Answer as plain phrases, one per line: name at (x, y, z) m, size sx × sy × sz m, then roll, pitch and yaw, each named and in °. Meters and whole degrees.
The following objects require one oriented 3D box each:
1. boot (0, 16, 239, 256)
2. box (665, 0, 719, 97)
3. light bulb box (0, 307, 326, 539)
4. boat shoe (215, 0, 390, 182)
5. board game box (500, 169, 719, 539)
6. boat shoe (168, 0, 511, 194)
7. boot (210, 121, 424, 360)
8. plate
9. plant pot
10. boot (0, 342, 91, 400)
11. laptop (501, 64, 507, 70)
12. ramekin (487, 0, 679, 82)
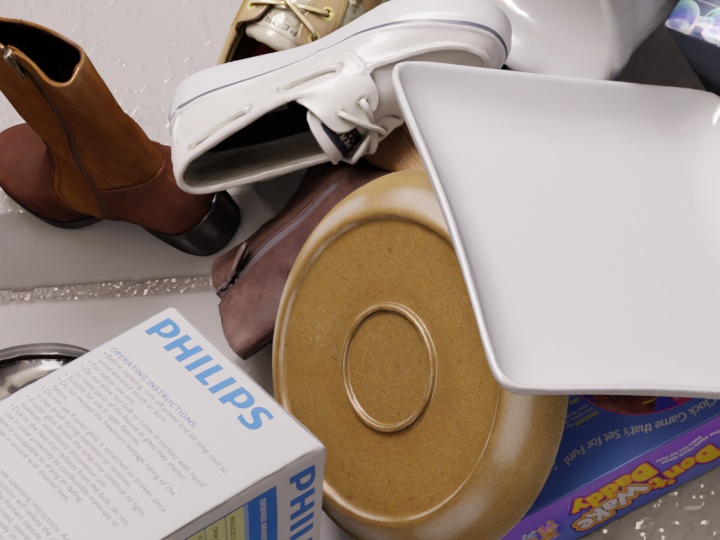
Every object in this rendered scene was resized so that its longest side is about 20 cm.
boot at (-0.185, -0.084, 1.466) m, size 0.188 × 0.200 × 0.069 m, roll 26°, pitch 79°, yaw 36°
box at (0.278, -0.158, 1.310) m, size 0.148 × 0.107 × 0.201 m, roll 26°, pitch 79°, yaw 36°
light bulb box at (-0.133, 0.159, 1.259) m, size 0.199 × 0.199 × 0.125 m, roll -29°, pitch 53°, yaw -29°
boat shoe at (-0.036, -0.134, 1.443) m, size 0.074 × 0.066 × 0.201 m, roll 26°, pitch 112°, yaw 14°
board game box at (0.121, 0.055, 1.320) m, size 0.199 × 0.045 × 0.135 m, roll -29°, pitch 54°, yaw 13°
boat shoe at (-0.012, -0.089, 1.375) m, size 0.199 × 0.072 × 0.066 m, roll -13°, pitch 50°, yaw 14°
boot at (0.000, 0.000, 1.384) m, size 0.166 × 0.072 × 0.200 m, roll -40°, pitch 30°, yaw 12°
plate at (0.120, -0.012, 1.240) m, size 0.032 × 0.198 × 0.201 m, roll -58°, pitch 39°, yaw 44°
plant pot at (0.021, 0.049, 1.291) m, size 0.199 × 0.027 × 0.201 m, roll 0°, pitch 90°, yaw 45°
boot at (-0.212, 0.150, 1.432) m, size 0.199 × 0.069 × 0.175 m, roll -31°, pitch 51°, yaw 11°
laptop at (0.081, -0.245, 1.493) m, size 0.187 × 0.116 × 0.200 m, roll -37°, pitch 95°, yaw 8°
ramekin at (0.097, -0.199, 1.342) m, size 0.098 × 0.201 × 0.200 m, roll -40°, pitch 51°, yaw -15°
